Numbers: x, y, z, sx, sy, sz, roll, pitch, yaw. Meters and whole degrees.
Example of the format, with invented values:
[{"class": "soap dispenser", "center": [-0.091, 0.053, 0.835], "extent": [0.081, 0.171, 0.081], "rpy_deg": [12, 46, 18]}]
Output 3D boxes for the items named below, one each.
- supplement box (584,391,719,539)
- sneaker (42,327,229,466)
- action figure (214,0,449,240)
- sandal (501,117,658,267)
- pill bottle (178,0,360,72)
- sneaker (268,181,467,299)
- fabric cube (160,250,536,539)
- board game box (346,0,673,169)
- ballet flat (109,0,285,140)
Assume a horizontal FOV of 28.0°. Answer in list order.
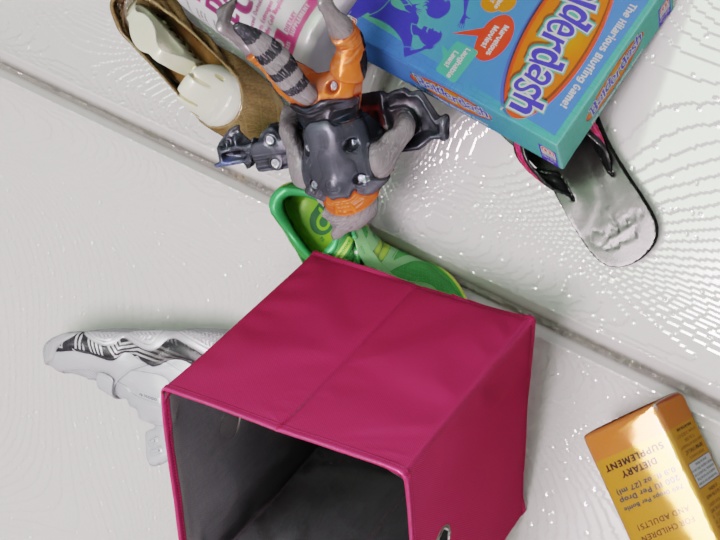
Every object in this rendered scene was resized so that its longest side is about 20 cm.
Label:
[{"class": "supplement box", "center": [0.239, 0.194, 1.042], "extent": [0.066, 0.069, 0.201], "rpy_deg": [-30, 81, 27]}, {"class": "sneaker", "center": [-0.190, 0.108, 1.250], "extent": [0.199, 0.075, 0.115], "rpy_deg": [-1, 89, 24]}, {"class": "action figure", "center": [-0.048, -0.109, 1.068], "extent": [0.199, 0.105, 0.194], "rpy_deg": [-14, 115, 27]}, {"class": "sandal", "center": [0.153, -0.092, 1.085], "extent": [0.075, 0.045, 0.200], "rpy_deg": [-39, 75, 23]}, {"class": "pill bottle", "center": [-0.081, -0.236, 1.160], "extent": [0.200, 0.113, 0.114], "rpy_deg": [37, 108, 21]}, {"class": "sneaker", "center": [0.000, 0.000, 1.145], "extent": [0.200, 0.084, 0.074], "rpy_deg": [39, 108, 20]}, {"class": "fabric cube", "center": [-0.002, 0.136, 1.052], "extent": [0.199, 0.199, 0.197], "rpy_deg": [16, 126, 26]}, {"class": "board game box", "center": [0.107, -0.188, 1.074], "extent": [0.200, 0.045, 0.152], "rpy_deg": [31, 80, 22]}, {"class": "ballet flat", "center": [-0.144, -0.172, 1.218], "extent": [0.200, 0.072, 0.068], "rpy_deg": [48, 111, 17]}]
